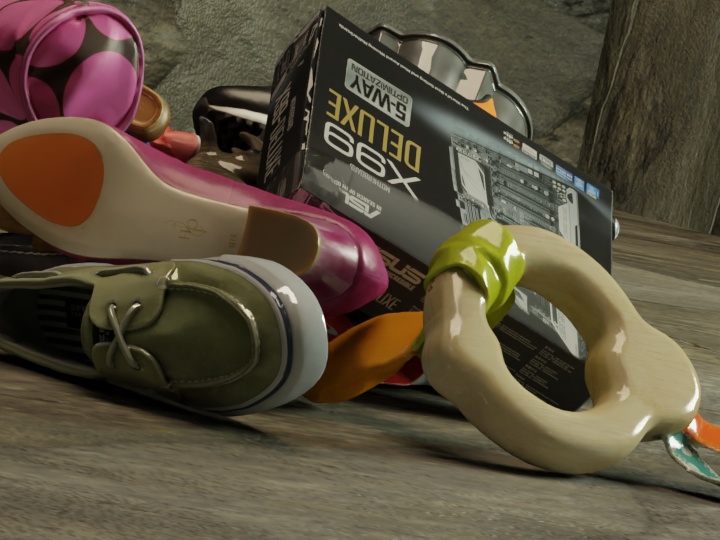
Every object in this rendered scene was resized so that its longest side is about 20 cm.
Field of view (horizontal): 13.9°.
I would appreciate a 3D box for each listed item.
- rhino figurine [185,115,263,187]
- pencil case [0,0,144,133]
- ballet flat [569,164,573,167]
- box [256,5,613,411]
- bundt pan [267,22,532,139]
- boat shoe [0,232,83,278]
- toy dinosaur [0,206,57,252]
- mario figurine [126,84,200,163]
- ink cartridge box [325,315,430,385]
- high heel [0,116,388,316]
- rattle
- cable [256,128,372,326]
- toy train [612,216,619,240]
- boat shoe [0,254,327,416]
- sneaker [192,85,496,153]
[{"bbox_3d":[-0.069,-0.018,1.525,0.087,0.060,0.200,15,37,-6],"label":"rhino figurine"},{"bbox_3d":[-0.202,-0.113,1.718,0.091,0.094,0.200,6,2,-32],"label":"pencil case"},{"bbox_3d":[0.113,-0.002,1.653,0.067,0.046,0.200,36,26,-24],"label":"ballet flat"},{"bbox_3d":[0.040,-0.029,1.536,0.200,0.050,0.158,32,35,-19],"label":"box"},{"bbox_3d":[0.017,-0.057,1.944,0.202,0.202,0.076,12,33,3],"label":"bundt pan"},{"bbox_3d":[-0.151,-0.013,1.637,0.200,0.065,0.072,7,9,-34],"label":"boat shoe"},{"bbox_3d":[-0.186,-0.037,1.543,0.200,0.060,0.106,-14,-20,26],"label":"toy dinosaur"},{"bbox_3d":[-0.141,-0.047,1.854,0.123,0.106,0.200,-2,-17,3],"label":"mario figurine"},{"bbox_3d":[0.000,0.000,1.623,0.162,0.050,0.200,39,14,27],"label":"ink cartridge box"},{"bbox_3d":[-0.084,-0.024,1.422,0.200,0.067,0.096,11,-7,24],"label":"high heel"},{"bbox_3d":[0.092,0.074,1.411,0.200,0.143,0.130,26,30,-26],"label":"rattle"},{"bbox_3d":[-0.006,-0.040,1.608,0.097,0.050,0.200,18,28,-14],"label":"cable"},{"bbox_3d":[0.059,-0.026,1.819,0.200,0.042,0.056,2,-18,2],"label":"toy train"},{"bbox_3d":[-0.096,0.030,1.316,0.062,0.072,0.200,-7,6,-41],"label":"boat shoe"},{"bbox_3d":[-0.007,-0.094,1.840,0.200,0.090,0.070,14,-29,-13],"label":"sneaker"}]
